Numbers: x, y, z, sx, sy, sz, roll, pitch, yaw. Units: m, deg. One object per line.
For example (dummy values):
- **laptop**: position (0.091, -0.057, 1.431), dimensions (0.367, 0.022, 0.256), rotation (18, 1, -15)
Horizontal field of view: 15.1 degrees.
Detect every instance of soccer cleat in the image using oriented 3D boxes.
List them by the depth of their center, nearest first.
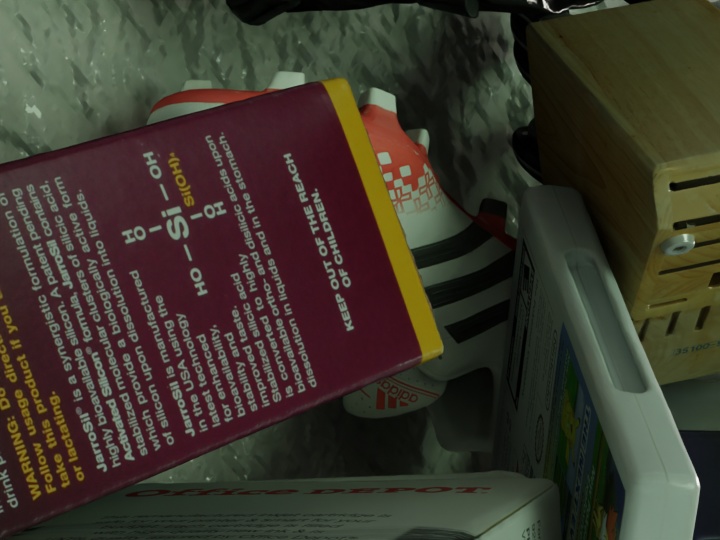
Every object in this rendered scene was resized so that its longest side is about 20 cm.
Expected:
- **soccer cleat**: position (0.000, 0.000, 0.863), dimensions (0.200, 0.069, 0.085), rotation (32, 63, -53)

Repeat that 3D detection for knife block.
- **knife block**: position (0.093, -0.058, 0.891), dimensions (0.200, 0.064, 0.176), rotation (94, -17, -67)

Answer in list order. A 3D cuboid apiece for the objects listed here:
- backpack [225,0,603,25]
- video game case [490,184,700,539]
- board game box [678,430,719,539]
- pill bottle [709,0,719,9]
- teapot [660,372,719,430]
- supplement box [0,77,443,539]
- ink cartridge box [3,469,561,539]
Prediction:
- **backpack**: position (0.048, -0.159, 0.853), dimensions (0.200, 0.176, 0.154), rotation (-15, 102, -55)
- **video game case**: position (0.064, 0.102, 0.830), dimensions (0.182, 0.022, 0.200), rotation (-103, -164, -62)
- **board game box**: position (0.104, 0.168, 0.811), dimensions (0.200, 0.057, 0.165), rotation (101, -11, -55)
- **pill bottle**: position (0.207, -0.068, 1.022), dimensions (0.113, 0.200, 0.113), rotation (6, 83, -51)
- **teapot**: position (0.163, 0.076, 0.961), dimensions (0.200, 0.197, 0.146), rotation (-53, 126, -37)
- **supplement box**: position (-0.088, 0.019, 0.708), dimensions (0.200, 0.110, 0.086), rotation (-20, 89, -50)
- **ink cartridge box**: position (-0.040, 0.111, 0.700), dimensions (0.200, 0.146, 0.084), rotation (-17, 103, -68)
